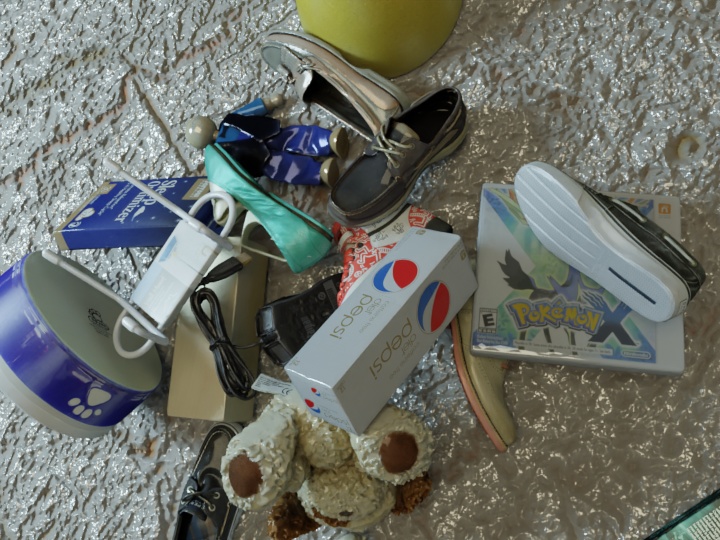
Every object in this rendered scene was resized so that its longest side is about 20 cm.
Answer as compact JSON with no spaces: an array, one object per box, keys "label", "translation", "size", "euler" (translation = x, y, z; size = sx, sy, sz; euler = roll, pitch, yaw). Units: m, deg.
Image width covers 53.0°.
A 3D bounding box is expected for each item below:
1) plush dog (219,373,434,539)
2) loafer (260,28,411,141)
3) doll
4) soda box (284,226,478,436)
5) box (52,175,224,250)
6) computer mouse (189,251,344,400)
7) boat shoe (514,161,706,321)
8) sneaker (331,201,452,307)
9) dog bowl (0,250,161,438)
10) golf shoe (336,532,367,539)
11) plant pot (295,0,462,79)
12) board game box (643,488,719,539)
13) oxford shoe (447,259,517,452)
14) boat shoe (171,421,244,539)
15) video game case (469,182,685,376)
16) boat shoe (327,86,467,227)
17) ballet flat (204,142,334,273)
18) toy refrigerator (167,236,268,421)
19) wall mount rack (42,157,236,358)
[{"label":"plush dog","translation":[-0.023,0.190,0.725],"size":[0.199,0.161,0.173],"euler":[-11,118,3]},{"label":"loafer","translation":[-0.040,-0.211,0.825],"size":[0.199,0.072,0.063],"euler":[30,67,15]},{"label":"doll","translation":[-0.115,-0.151,0.854],"size":[0.199,0.048,0.137],"euler":[11,74,17]},{"label":"soda box","translation":[0.025,0.049,0.664],"size":[0.063,0.068,0.200],"euler":[14,51,41]},{"label":"box","translation":[-0.240,-0.069,0.847],"size":[0.199,0.121,0.033],"euler":[0,125,15]},{"label":"computer mouse","translation":[-0.085,0.038,0.783],"size":[0.199,0.046,0.141],"euler":[-28,86,-21]},{"label":"boat shoe","translation":[0.234,-0.035,0.688],"size":[0.071,0.072,0.200],"euler":[-30,66,-31]},{"label":"sneaker","translation":[0.000,0.000,0.761],"size":[0.108,0.067,0.201],"euler":[31,63,20]},{"label":"dog bowl","translation":[-0.314,0.078,0.786],"size":[0.079,0.200,0.200],"euler":[-39,73,5]},{"label":"golf shoe","translation":[-0.072,0.346,0.750],"size":[0.097,0.078,0.201],"euler":[31,89,24]},{"label":"plant pot","translation":[0.005,-0.334,0.801],"size":[0.199,0.142,0.201],"euler":[-3,80,16]},{"label":"board game box","translation":[0.375,0.298,0.651],"size":[0.135,0.028,0.200],"euler":[-37,73,7]},{"label":"oxford shoe","translation":[0.130,0.081,0.737],"size":[0.073,0.071,0.201],"euler":[-18,77,7]},{"label":"boat shoe","translation":[-0.173,0.265,0.793],"size":[0.070,0.066,0.201],"euler":[14,85,17]},{"label":"video game case","translation":[0.214,0.004,0.715],"size":[0.199,0.022,0.183],"euler":[5,70,8]},{"label":"boat shoe","translation":[0.037,-0.128,0.760],"size":[0.074,0.073,0.200],"euler":[35,66,22]},{"label":"ballet flat","translation":[-0.118,-0.064,0.777],"size":[0.200,0.067,0.070],"euler":[38,85,24]},{"label":"toy refrigerator","translation":[-0.159,0.067,0.822],"size":[0.076,0.070,0.201],"euler":[0,80,22]},{"label":"wall mount rack","translation":[-0.226,-0.020,0.741],"size":[0.173,0.075,0.201],"euler":[31,86,34]}]
